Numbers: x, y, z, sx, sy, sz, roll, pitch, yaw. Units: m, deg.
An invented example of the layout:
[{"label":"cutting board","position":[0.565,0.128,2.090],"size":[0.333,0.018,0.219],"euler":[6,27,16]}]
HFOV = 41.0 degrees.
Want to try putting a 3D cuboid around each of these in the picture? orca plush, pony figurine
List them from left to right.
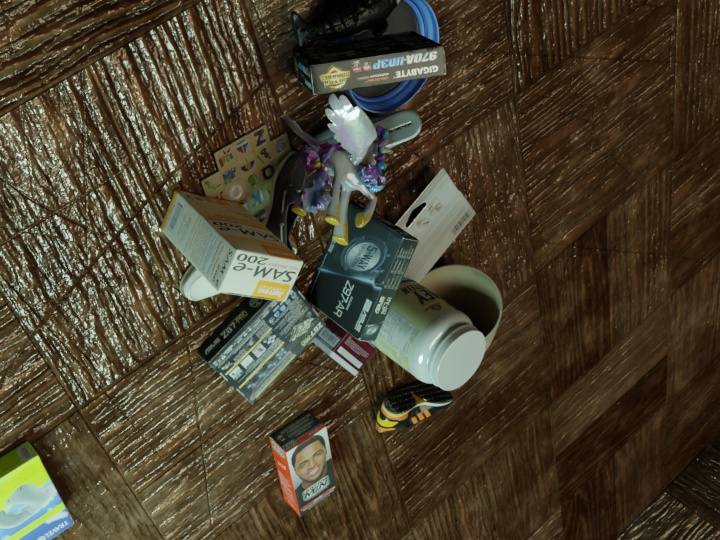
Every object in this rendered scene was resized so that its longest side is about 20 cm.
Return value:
[{"label":"pony figurine","position":[-0.034,-0.167,1.501],"size":[0.193,0.166,0.201],"euler":[34,68,-40]},{"label":"orca plush","position":[-0.009,-0.403,1.440],"size":[0.199,0.071,0.106],"euler":[-17,90,-21]}]

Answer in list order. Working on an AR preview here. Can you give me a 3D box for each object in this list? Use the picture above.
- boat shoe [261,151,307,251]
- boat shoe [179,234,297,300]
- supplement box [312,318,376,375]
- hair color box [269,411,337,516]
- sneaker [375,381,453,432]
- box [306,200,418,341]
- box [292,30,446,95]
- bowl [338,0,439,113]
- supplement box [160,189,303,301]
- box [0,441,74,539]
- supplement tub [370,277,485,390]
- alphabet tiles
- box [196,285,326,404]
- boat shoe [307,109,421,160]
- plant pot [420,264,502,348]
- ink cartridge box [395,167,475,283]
[{"label":"boat shoe","position":[-0.109,-0.097,1.533],"size":[0.073,0.063,0.201],"euler":[50,51,-55]},{"label":"boat shoe","position":[-0.195,-0.008,1.555],"size":[0.200,0.068,0.075],"euler":[-34,141,-14]},{"label":"supplement box","position":[0.011,0.090,1.841],"size":[0.200,0.061,0.109],"euler":[-50,141,-5]},{"label":"hair color box","position":[-0.112,0.388,1.927],"size":[0.101,0.061,0.201],"euler":[-31,134,-25]},{"label":"sneaker","position":[0.112,0.300,2.093],"size":[0.200,0.070,0.090],"euler":[-8,137,-41]},{"label":"box","position":[0.000,0.000,1.691],"size":[0.043,0.160,0.201],"euler":[7,112,-46]},{"label":"box","position":[0.009,-0.310,1.430],"size":[0.199,0.159,0.046],"euler":[-11,113,-10]},{"label":"bowl","position":[0.043,-0.359,1.577],"size":[0.200,0.039,0.201],"euler":[-25,132,-32]},{"label":"supplement box","position":[-0.194,-0.039,1.433],"size":[0.126,0.200,0.074],"euler":[10,113,-44]},{"label":"box","position":[-0.534,0.375,1.511],"size":[0.122,0.048,0.200],"euler":[-32,135,-24]},{"label":"supplement tub","position":[0.115,0.115,1.758],"size":[0.145,0.200,0.145],"euler":[-26,133,-32]},{"label":"alphabet tiles","position":[-0.172,-0.130,1.551],"size":[0.166,0.006,0.200],"euler":[-34,136,-24]},{"label":"box","position":[-0.169,0.118,1.693],"size":[0.200,0.049,0.161],"euler":[-47,138,-9]},{"label":"boat shoe","position":[0.005,-0.216,1.612],"size":[0.199,0.067,0.074],"euler":[-15,99,-9]},{"label":"plant pot","position":[0.198,0.119,1.975],"size":[0.187,0.187,0.200],"euler":[-42,153,-15]},{"label":"ink cartridge box","position":[0.116,-0.084,1.839],"size":[0.200,0.044,0.174],"euler":[-50,140,-5]}]
